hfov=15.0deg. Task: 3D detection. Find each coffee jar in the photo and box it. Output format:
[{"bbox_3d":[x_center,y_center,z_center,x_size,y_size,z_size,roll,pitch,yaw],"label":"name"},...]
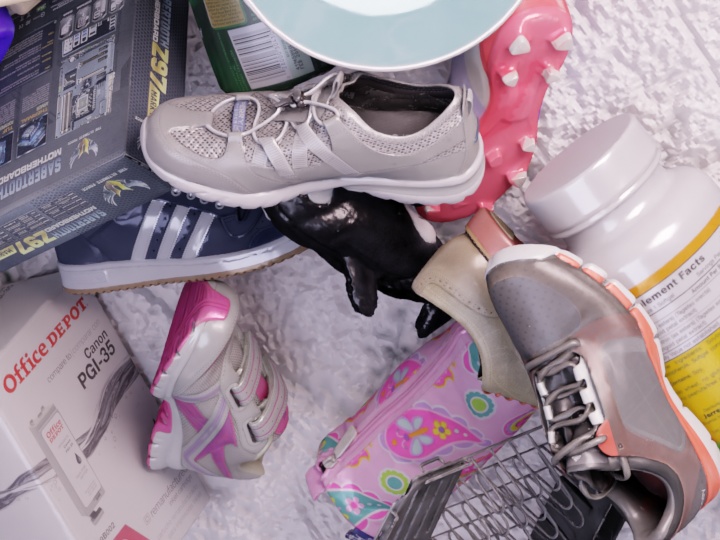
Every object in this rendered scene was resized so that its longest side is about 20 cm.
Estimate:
[{"bbox_3d":[-0.072,-0.210,1.599,0.085,0.104,0.201,-11,115,21],"label":"coffee jar"}]

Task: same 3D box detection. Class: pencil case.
[{"bbox_3d":[0.049,0.092,1.748,0.087,0.088,0.200,42,128,-5],"label":"pencil case"}]

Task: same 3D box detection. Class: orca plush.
[{"bbox_3d":[0.000,0.000,1.665,0.105,0.071,0.200,-1,152,26],"label":"orca plush"}]

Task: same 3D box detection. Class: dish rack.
[{"bbox_3d":[0.086,0.161,1.716,0.055,0.199,0.154,47,135,30],"label":"dish rack"}]

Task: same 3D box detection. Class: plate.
[{"bbox_3d":[0.011,-0.211,1.543,0.199,0.026,0.201,0,89,-9],"label":"plate"}]

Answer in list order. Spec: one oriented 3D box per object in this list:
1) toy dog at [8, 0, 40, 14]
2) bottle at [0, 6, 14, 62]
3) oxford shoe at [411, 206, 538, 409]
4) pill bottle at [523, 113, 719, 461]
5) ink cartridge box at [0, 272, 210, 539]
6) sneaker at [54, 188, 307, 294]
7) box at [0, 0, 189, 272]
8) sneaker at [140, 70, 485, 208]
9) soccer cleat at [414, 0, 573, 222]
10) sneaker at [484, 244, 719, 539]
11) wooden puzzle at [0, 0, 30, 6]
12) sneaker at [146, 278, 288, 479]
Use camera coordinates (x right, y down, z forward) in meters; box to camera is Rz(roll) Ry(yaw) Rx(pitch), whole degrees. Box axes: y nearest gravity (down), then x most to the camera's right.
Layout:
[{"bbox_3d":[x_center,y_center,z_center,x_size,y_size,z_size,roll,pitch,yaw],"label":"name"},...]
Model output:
[{"bbox_3d":[-0.233,-0.256,1.654,0.096,0.131,0.201,21,132,59],"label":"toy dog"},{"bbox_3d":[-0.298,-0.200,1.706,0.200,0.065,0.084,52,135,13],"label":"bottle"},{"bbox_3d":[0.110,0.057,1.646,0.075,0.070,0.200,-38,100,6],"label":"oxford shoe"},{"bbox_3d":[0.187,0.010,1.615,0.111,0.111,0.200,-30,105,36],"label":"pill bottle"},{"bbox_3d":[-0.205,0.121,1.846,0.082,0.147,0.201,-15,113,33],"label":"ink cartridge box"},{"bbox_3d":[-0.116,-0.052,1.743,0.199,0.070,0.109,-9,107,22],"label":"sneaker"},{"bbox_3d":[-0.194,-0.092,1.699,0.199,0.158,0.051,-25,140,35],"label":"box"},{"bbox_3d":[-0.027,-0.088,1.564,0.199,0.075,0.082,-1,141,-3],"label":"sneaker"},{"bbox_3d":[0.075,-0.107,1.633,0.066,0.077,0.200,-3,145,-20],"label":"soccer cleat"},{"bbox_3d":[0.134,0.075,1.561,0.077,0.082,0.200,-27,107,43],"label":"sneaker"},{"bbox_3d":[-0.218,-0.251,1.580,0.046,0.184,0.201,22,123,60],"label":"wooden puzzle"},{"bbox_3d":[-0.087,0.073,1.795,0.088,0.082,0.200,14,150,3],"label":"sneaker"}]
